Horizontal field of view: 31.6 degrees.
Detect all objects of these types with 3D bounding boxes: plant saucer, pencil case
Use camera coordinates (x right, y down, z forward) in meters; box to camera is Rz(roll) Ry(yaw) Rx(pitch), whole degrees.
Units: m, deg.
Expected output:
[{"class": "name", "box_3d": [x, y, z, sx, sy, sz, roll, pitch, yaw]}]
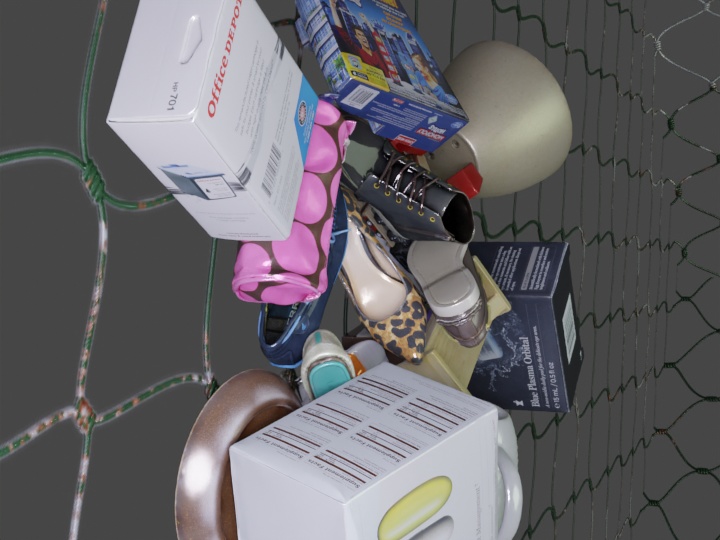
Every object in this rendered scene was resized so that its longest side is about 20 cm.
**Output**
[{"class": "plant saucer", "box_3d": [-0.096, 0.193, 1.169, 0.199, 0.032, 0.203, -21, 115, -56]}, {"class": "pencil case", "box_3d": [-0.061, -0.064, 1.180, 0.091, 0.093, 0.203, 145, -42, -61]}]

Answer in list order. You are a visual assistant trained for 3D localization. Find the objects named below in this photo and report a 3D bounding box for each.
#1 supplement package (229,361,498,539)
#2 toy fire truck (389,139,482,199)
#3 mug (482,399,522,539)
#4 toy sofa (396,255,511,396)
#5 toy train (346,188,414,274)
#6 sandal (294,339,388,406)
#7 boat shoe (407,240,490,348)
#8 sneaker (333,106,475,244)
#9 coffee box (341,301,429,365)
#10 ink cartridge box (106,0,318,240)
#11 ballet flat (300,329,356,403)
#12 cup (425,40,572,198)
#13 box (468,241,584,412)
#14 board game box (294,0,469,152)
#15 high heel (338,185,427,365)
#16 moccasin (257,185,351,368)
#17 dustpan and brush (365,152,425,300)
[{"class": "supplement package", "box_3d": [0.010, 0.222, 1.140, 0.199, 0.146, 0.194, -25, 120, -40]}, {"class": "toy fire truck", "box_3d": [0.064, -0.119, 1.481, 0.142, 0.049, 0.200, 55, 29, -4]}, {"class": "mug", "box_3d": [0.132, 0.258, 1.537, 0.146, 0.200, 0.178, 7, 102, -28]}, {"class": "toy sofa", "box_3d": [0.091, 0.081, 1.417, 0.083, 0.097, 0.201, 52, 35, -17]}, {"class": "toy train", "box_3d": [0.024, -0.059, 1.421, 0.200, 0.045, 0.034, 49, 62, -33]}, {"class": "sandal", "box_3d": [-0.049, 0.142, 1.303, 0.207, 0.059, 0.080, -44, 128, -31]}, {"class": "boat shoe", "box_3d": [0.097, 0.013, 1.354, 0.200, 0.071, 0.060, -104, 168, -65]}, {"class": "sneaker", "box_3d": [0.039, -0.101, 1.326, 0.200, 0.106, 0.075, 40, 73, -36]}, {"class": "coffee box", "box_3d": [0.052, 0.107, 1.511, 0.200, 0.079, 0.115, -29, 118, -66]}, {"class": "ink cartridge box", "box_3d": [-0.116, -0.135, 1.067, 0.200, 0.085, 0.148, 51, 45, -57]}, {"class": "ballet flat", "box_3d": [-0.016, 0.144, 1.247, 0.063, 0.067, 0.202, -109, -173, -57]}, {"class": "cup", "box_3d": [0.151, -0.172, 1.632, 0.143, 0.199, 0.202, -39, 130, -37]}, {"class": "box", "box_3d": [0.178, 0.074, 1.664, 0.118, 0.197, 0.198, -63, 147, -47]}, {"class": "board game box", "box_3d": [0.002, -0.238, 1.319, 0.199, 0.061, 0.202, 12, 49, -50]}, {"class": "high heel", "box_3d": [0.000, 0.000, 1.301, 0.143, 0.071, 0.201, 45, 16, -52]}, {"class": "moccasin", "box_3d": [-0.054, -0.007, 1.235, 0.068, 0.079, 0.203, 47, 48, -69]}, {"class": "dustpan and brush", "box_3d": [0.047, -0.071, 1.524, 0.139, 0.057, 0.203, 24, 70, -45]}]
